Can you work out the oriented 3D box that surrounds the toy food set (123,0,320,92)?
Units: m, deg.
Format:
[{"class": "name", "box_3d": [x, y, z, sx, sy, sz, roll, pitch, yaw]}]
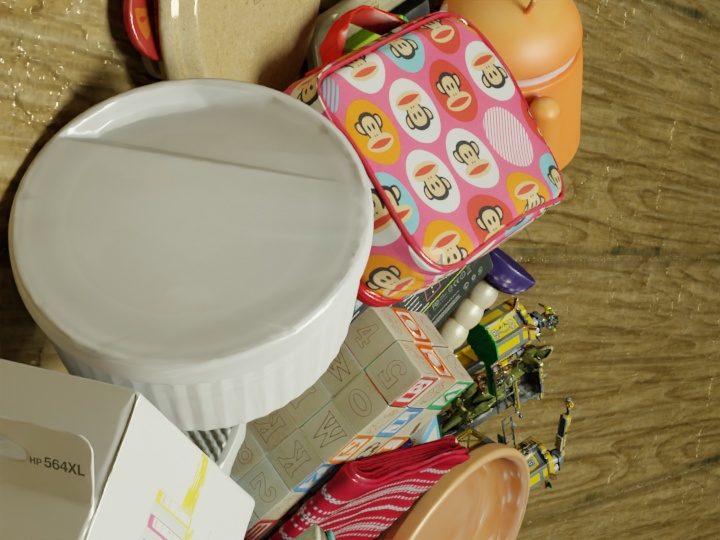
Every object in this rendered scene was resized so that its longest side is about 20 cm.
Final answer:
[{"class": "toy food set", "box_3d": [-0.081, -0.179, 1.406, 0.201, 0.048, 0.198, 76, 33, -44]}]

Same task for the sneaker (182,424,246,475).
[{"class": "sneaker", "box_3d": [-0.121, 0.154, 1.429, 0.201, 0.074, 0.082, -64, 161, -15]}]

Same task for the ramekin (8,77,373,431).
[{"class": "ramekin", "box_3d": [-0.090, -0.003, 1.283, 0.094, 0.201, 0.203, 87, 25, -53]}]

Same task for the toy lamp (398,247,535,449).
[{"class": "toy lamp", "box_3d": [0.050, 0.072, 1.704, 0.200, 0.058, 0.058, -51, 158, 9]}]

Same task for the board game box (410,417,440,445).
[{"class": "board game box", "box_3d": [0.015, 0.224, 1.800, 0.200, 0.034, 0.135, -57, 147, -42]}]

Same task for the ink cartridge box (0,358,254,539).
[{"class": "ink cartridge box", "box_3d": [-0.163, 0.135, 1.240, 0.200, 0.128, 0.126, 52, 52, -59]}]

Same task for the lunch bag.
[{"class": "lunch bag", "box_3d": [0.030, -0.084, 1.460, 0.200, 0.082, 0.177, -28, 88, -52]}]

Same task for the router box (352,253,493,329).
[{"class": "router box", "box_3d": [0.000, 0.000, 1.584, 0.200, 0.062, 0.150, -47, 143, -27]}]

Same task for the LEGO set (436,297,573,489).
[{"class": "LEGO set", "box_3d": [0.118, 0.068, 1.823, 0.116, 0.153, 0.201, -30, 119, -27]}]

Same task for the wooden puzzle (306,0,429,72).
[{"class": "wooden puzzle", "box_3d": [0.017, -0.114, 1.670, 0.185, 0.037, 0.201, -41, 136, -56]}]

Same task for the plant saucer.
[{"class": "plant saucer", "box_3d": [0.051, 0.209, 1.665, 0.200, 0.037, 0.201, -43, 150, -33]}]

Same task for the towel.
[{"class": "towel", "box_3d": [-0.026, 0.182, 1.533, 0.200, 0.023, 0.144, -46, 160, 27]}]

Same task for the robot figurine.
[{"class": "robot figurine", "box_3d": [0.111, -0.146, 1.766, 0.144, 0.116, 0.201, -65, 160, -44]}]

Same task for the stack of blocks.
[{"class": "stack of blocks", "box_3d": [-0.025, 0.110, 1.488, 0.200, 0.059, 0.115, -42, 161, 16]}]

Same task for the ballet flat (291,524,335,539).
[{"class": "ballet flat", "box_3d": [-0.039, 0.213, 1.465, 0.200, 0.062, 0.068, 85, -7, -67]}]
